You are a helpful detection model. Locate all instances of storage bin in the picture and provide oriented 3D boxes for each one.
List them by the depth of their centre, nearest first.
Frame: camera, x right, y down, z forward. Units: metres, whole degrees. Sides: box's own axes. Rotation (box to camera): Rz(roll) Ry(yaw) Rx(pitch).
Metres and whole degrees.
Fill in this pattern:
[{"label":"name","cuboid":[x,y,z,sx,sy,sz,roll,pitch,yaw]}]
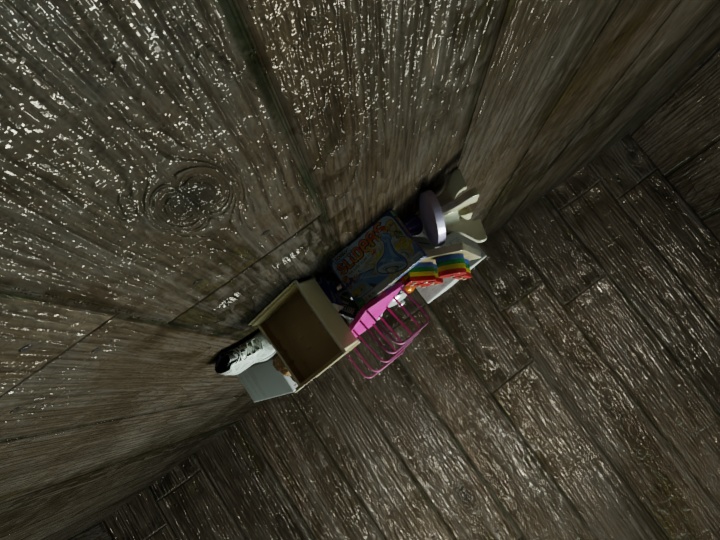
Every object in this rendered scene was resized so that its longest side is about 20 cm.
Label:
[{"label":"storage bin","cuboid":[-0.139,0.152,1.373,0.198,0.201,0.094,-41,171,26]}]

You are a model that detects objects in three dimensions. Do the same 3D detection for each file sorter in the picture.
[{"label":"file sorter","cuboid":[0.055,0.153,1.403,0.139,0.126,0.200,-32,163,-38]}]

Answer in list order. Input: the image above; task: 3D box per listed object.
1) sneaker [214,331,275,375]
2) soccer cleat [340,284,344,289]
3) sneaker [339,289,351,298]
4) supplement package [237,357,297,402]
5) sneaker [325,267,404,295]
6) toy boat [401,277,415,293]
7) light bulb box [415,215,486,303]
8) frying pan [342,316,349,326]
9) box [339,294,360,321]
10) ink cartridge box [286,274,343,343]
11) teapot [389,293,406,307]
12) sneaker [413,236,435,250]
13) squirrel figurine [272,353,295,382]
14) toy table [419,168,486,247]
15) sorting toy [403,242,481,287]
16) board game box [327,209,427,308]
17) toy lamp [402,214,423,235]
[{"label":"sneaker","cuboid":[-0.292,0.216,1.501,0.200,0.076,0.115,-35,173,7]},{"label":"soccer cleat","cuboid":[0.000,0.001,1.537,0.083,0.065,0.200,-36,173,-28]},{"label":"sneaker","cuboid":[-0.091,0.119,1.812,0.200,0.074,0.081,-43,161,0]},{"label":"supplement package","cuboid":[-0.255,0.299,1.722,0.199,0.118,0.117,-23,-169,40]},{"label":"sneaker","cuboid":[0.014,0.029,1.442,0.060,0.199,0.105,-57,-173,34]},{"label":"toy boat","cuboid":[0.095,0.020,1.606,0.202,0.130,0.130,-70,-166,-16]},{"label":"light bulb box","cuboid":[0.215,-0.049,1.659,0.124,0.201,0.198,-31,169,-36]},{"label":"frying pan","cuboid":[-0.084,0.124,1.533,0.190,0.114,0.031,-110,-152,-62]},{"label":"box","cuboid":[-0.042,0.106,1.626,0.200,0.156,0.050,60,52,-80]},{"label":"ink cartridge box","cuboid":[-0.136,0.108,1.465,0.200,0.095,0.044,-41,142,23]},{"label":"teapot","cuboid":[0.092,0.058,1.901,0.197,0.147,0.200,-32,171,-21]},{"label":"sneaker","cuboid":[0.113,-0.054,1.505,0.199,0.073,0.071,11,129,-41]},{"label":"squirrel figurine","cuboid":[-0.152,0.215,1.620,0.201,0.141,0.186,-57,163,8]},{"label":"toy table","cuboid":[0.214,-0.139,1.372,0.116,0.186,0.200,-19,179,-1]},{"label":"sorting toy","cuboid":[0.190,-0.005,1.450,0.198,0.070,0.198,-12,171,23]},{"label":"board game box","cuboid":[0.037,-0.025,1.337,0.200,0.136,0.034,-40,170,19]},{"label":"toy lamp","cuboid":[0.175,-0.139,1.523,0.199,0.058,0.058,-30,169,-38]}]
